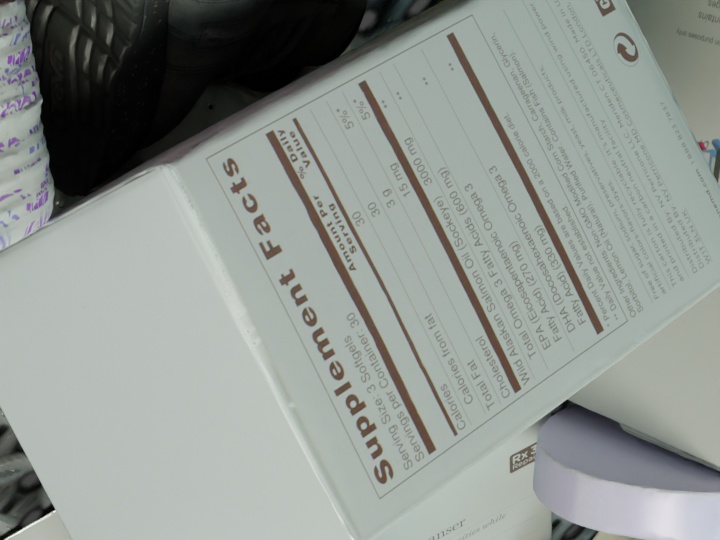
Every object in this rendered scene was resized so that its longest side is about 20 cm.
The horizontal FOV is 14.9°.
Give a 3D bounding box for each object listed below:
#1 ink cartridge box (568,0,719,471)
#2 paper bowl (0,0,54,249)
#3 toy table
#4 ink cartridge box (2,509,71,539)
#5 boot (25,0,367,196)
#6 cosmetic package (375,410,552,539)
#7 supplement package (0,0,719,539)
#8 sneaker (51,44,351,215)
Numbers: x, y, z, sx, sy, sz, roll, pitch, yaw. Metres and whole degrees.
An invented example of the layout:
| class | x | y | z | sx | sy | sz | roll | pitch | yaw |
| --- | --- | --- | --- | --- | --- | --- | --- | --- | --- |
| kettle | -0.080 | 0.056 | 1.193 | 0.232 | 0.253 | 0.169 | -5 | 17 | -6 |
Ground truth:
| class | x | y | z | sx | sy | sz | roll | pitch | yaw |
| --- | --- | --- | --- | --- | --- | --- | --- | --- | --- |
| ink cartridge box | 0.179 | -0.033 | 0.993 | 0.147 | 0.144 | 0.201 | -3 | 106 | -37 |
| paper bowl | -0.186 | -0.049 | 0.724 | 0.200 | 0.200 | 0.105 | -14 | 101 | -27 |
| toy table | 0.137 | 0.116 | 1.038 | 0.199 | 0.183 | 0.118 | -5 | 105 | -45 |
| ink cartridge box | -0.160 | 0.187 | 1.064 | 0.200 | 0.067 | 0.117 | -32 | 141 | -7 |
| boot | -0.033 | -0.117 | 0.794 | 0.131 | 0.070 | 0.200 | -32 | 164 | -36 |
| cosmetic package | 0.008 | 0.042 | 1.035 | 0.113 | 0.081 | 0.201 | -28 | 142 | -19 |
| supplement package | 0.000 | 0.000 | 0.811 | 0.200 | 0.118 | 0.117 | -31 | -174 | -42 |
| sneaker | -0.085 | -0.039 | 0.901 | 0.199 | 0.074 | 0.089 | -26 | 134 | -31 |
